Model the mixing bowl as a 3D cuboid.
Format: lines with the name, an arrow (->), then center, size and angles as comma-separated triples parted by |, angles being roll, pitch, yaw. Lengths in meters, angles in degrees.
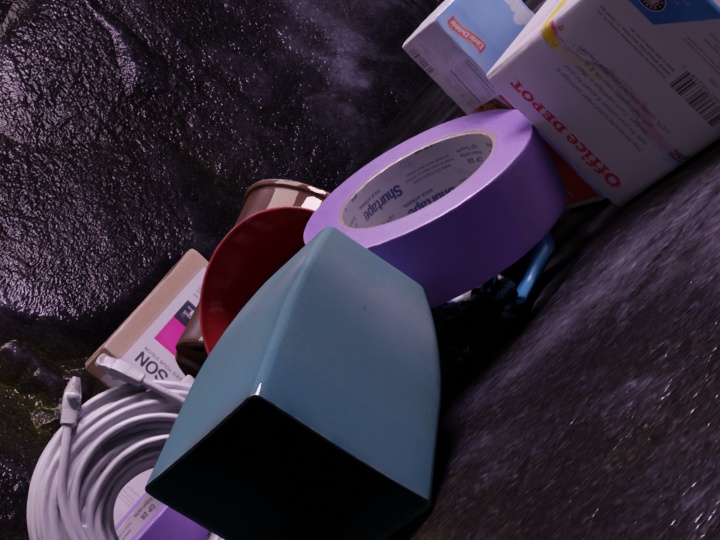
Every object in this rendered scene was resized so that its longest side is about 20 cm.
mixing bowl -> -0.042, 0.039, 1.618 | 0.200, 0.200, 0.108 | -44, -16, 21

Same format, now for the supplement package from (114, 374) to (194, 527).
supplement package -> -0.204, 0.226, 1.700 | 0.121, 0.120, 0.200 | -42, 8, 47

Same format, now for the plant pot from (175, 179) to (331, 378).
plant pot -> -0.082, 0.045, 1.778 | 0.199, 0.200, 0.200 | -60, 12, -26

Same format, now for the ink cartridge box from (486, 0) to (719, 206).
ink cartridge box -> 0.225, -0.176, 1.249 | 0.200, 0.147, 0.146 | -38, 12, 52

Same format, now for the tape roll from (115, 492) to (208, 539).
tape roll -> -0.159, 0.238, 1.508 | 0.200, 0.085, 0.200 | -47, 6, 7

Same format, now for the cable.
cable -> -0.150, 0.183, 1.284 | 0.069, 0.199, 0.201 | 138, 151, -74

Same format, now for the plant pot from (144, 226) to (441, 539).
plant pot -> -0.031, 0.080, 1.174 | 0.141, 0.141, 0.200 | -42, 23, 39

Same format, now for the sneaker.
sneaker -> 0.075, 0.033, 1.289 | 0.200, 0.073, 0.082 | -53, 14, -31

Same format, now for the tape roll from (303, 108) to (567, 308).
tape roll -> 0.057, -0.045, 1.322 | 0.200, 0.066, 0.200 | -26, 20, 10

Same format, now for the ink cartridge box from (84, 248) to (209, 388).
ink cartridge box -> -0.169, 0.104, 1.856 | 0.165, 0.200, 0.075 | -52, 7, -33

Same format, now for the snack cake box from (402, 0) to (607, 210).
snack cake box -> 0.136, -0.145, 1.393 | 0.067, 0.200, 0.115 | -46, 6, -12
